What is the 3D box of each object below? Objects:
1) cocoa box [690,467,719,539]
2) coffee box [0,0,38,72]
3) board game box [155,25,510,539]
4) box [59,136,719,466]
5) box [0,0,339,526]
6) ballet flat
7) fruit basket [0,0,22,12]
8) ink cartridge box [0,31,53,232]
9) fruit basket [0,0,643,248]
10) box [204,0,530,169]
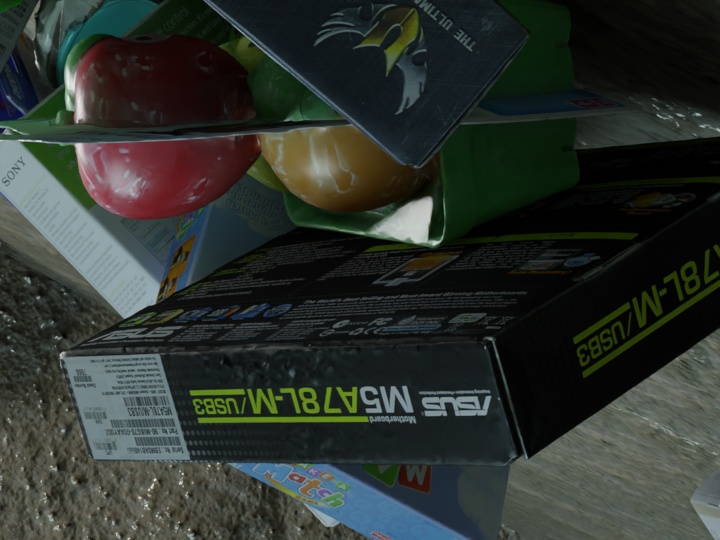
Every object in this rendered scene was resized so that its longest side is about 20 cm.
[{"bbox_3d":[0.250,0.129,0.938,0.201,0.133,0.131,56,165,-13],"label":"cocoa box"},{"bbox_3d":[-0.219,-0.089,1.062,0.080,0.201,0.113,32,171,-38],"label":"coffee box"},{"bbox_3d":[0.000,0.000,0.967,0.151,0.201,0.037,29,142,-21],"label":"board game box"},{"bbox_3d":[0.032,0.008,0.828,0.199,0.048,0.193,-4,-164,43],"label":"box"},{"bbox_3d":[-0.038,-0.014,1.002,0.200,0.144,0.036,47,136,-3],"label":"box"},{"bbox_3d":[-0.116,-0.107,1.129,0.071,0.072,0.200,25,171,12],"label":"ballet flat"},{"bbox_3d":[-0.196,-0.148,0.736,0.214,0.156,0.216,22,-173,-3],"label":"fruit basket"},{"bbox_3d":[-0.127,-0.040,1.148,0.200,0.042,0.120,51,-173,-41],"label":"ink cartridge box"},{"bbox_3d":[-0.036,-0.058,0.818,0.199,0.094,0.185,0,-176,-24],"label":"fruit basket"},{"bbox_3d":[-0.062,-0.122,0.634,0.200,0.051,0.158,39,-174,-27],"label":"box"}]
